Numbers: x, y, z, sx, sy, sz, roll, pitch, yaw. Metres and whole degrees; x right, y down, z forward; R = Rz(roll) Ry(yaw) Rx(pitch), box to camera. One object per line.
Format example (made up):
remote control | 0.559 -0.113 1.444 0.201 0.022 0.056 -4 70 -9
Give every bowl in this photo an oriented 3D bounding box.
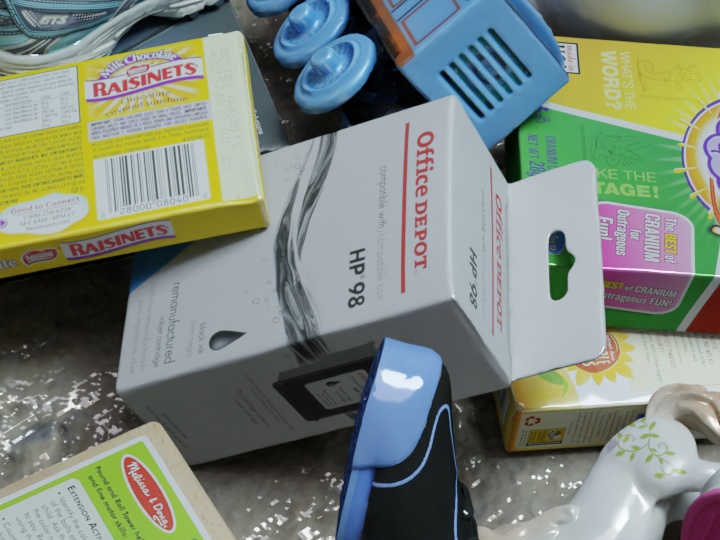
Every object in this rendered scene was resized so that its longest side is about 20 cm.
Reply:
bowl | 0.107 -0.178 0.977 0.090 0.201 0.202 -31 57 4

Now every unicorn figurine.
unicorn figurine | 0.100 0.120 0.793 0.137 0.074 0.200 33 53 29

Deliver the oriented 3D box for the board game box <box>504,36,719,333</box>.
board game box | 0.169 -0.040 0.894 0.198 0.040 0.154 3 49 -4

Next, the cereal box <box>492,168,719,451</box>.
cereal box | 0.154 0.012 0.902 0.198 0.040 0.145 -2 51 -8

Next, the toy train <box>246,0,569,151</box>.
toy train | 0.019 -0.121 0.925 0.114 0.087 0.200 -38 35 9

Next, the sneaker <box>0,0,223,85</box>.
sneaker | -0.107 -0.162 0.901 0.077 0.087 0.200 32 54 17

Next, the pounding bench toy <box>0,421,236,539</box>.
pounding bench toy | -0.116 0.141 0.694 0.124 0.157 0.200 -24 57 -22

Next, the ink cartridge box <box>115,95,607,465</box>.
ink cartridge box | 0.000 0.000 0.819 0.199 0.067 0.116 -16 47 21

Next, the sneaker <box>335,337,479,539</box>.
sneaker | 0.027 0.123 0.714 0.077 0.201 0.070 7 20 2

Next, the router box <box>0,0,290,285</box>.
router box | -0.134 -0.097 0.943 0.149 0.062 0.201 -12 54 -17

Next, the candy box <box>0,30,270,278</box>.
candy box | -0.143 -0.044 0.834 0.198 0.026 0.103 -11 50 1

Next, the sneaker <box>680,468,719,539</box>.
sneaker | 0.226 0.096 0.725 0.199 0.082 0.088 19 43 5
